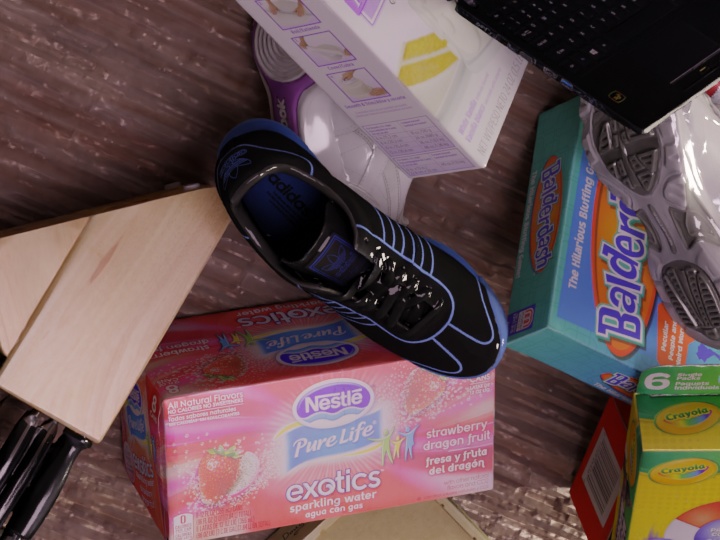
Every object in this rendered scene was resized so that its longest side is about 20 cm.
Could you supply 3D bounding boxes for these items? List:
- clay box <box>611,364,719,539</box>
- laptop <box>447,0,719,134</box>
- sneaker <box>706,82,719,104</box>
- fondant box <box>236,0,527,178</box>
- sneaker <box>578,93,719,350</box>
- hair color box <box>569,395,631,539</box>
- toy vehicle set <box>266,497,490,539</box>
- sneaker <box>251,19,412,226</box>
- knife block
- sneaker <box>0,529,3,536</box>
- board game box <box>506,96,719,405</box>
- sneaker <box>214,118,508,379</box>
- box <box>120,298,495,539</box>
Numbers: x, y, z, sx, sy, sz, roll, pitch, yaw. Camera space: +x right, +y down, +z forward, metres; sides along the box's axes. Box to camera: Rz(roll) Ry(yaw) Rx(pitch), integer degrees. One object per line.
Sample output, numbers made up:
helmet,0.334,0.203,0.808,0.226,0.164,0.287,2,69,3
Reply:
clay box,0.209,0.130,1.706,0.114,0.048,0.200,-1,141,-2
laptop,0.131,-0.192,1.560,0.177,0.200,0.104,-34,152,-42
sneaker,0.185,-0.108,1.700,0.112,0.071,0.201,-29,112,-11
fondant box,0.014,-0.166,1.552,0.200,0.058,0.145,43,56,-34
sneaker,0.192,-0.060,1.656,0.099,0.078,0.201,-38,116,-32
hair color box,0.240,0.121,1.811,0.199,0.061,0.102,-4,139,-20
toy vehicle set,-0.017,0.207,1.788,0.200,0.027,0.124,-42,121,0
sneaker,-0.007,-0.102,1.642,0.099,0.075,0.201,-16,118,-38
knife block,-0.151,0.056,1.615,0.199,0.064,0.177,-15,97,-15
sneaker,-0.271,0.213,1.646,0.199,0.106,0.075,-18,118,-13
board game box,0.182,0.007,1.717,0.199,0.045,0.153,25,62,-29
sneaker,0.000,0.000,1.582,0.200,0.078,0.070,37,106,-14
box,-0.031,0.080,1.683,0.199,0.103,0.095,-8,116,-17
